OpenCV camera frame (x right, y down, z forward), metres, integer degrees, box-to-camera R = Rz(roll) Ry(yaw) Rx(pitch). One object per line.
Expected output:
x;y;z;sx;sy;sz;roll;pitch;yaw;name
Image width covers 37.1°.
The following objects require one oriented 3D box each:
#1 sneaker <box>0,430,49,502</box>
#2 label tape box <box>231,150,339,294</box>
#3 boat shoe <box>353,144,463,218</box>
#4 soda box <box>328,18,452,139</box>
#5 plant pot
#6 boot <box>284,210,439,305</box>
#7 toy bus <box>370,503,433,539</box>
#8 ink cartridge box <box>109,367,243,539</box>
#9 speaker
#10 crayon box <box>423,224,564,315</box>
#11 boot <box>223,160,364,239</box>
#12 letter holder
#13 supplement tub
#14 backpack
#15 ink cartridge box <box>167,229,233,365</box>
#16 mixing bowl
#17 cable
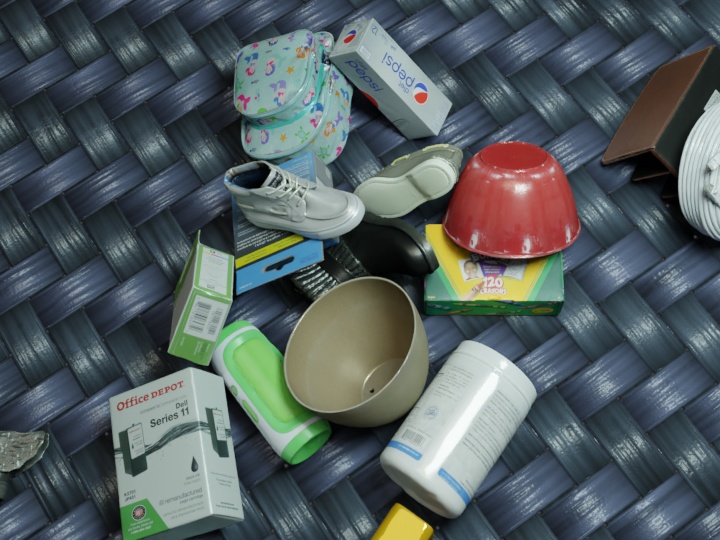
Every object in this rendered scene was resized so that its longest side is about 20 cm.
-0.539;0.255;1.476;0.196;0.060;0.106;10;69;2;sneaker
-0.108;-0.056;1.536;0.142;0.063;0.202;-21;52;18;label tape box
0.070;-0.131;1.559;0.072;0.200;0.061;49;52;-21;boat shoe
0.046;-0.282;1.600;0.068;0.200;0.064;1;58;48;soda box
0.014;0.129;1.442;0.198;0.135;0.203;-18;49;22;plant pot
0.001;0.002;1.512;0.158;0.080;0.210;-45;34;-18;boot
0.015;0.403;1.369;0.065;0.079;0.201;32;72;16;toy bus
-0.247;0.248;1.424;0.145;0.083;0.203;-22;65;19;ink cartridge box
-0.127;0.166;1.476;0.088;0.089;0.200;-36;69;-12;speaker
0.189;-0.001;1.543;0.196;0.058;0.121;0;67;3;crayon box
-0.096;-0.099;1.451;0.197;0.096;0.074;3;62;32;boot
0.471;-0.215;1.608;0.100;0.142;0.201;40;72;-16;letter holder
0.129;0.210;1.417;0.131;0.132;0.201;34;72;16;supplement tub
-0.102;-0.252;1.615;0.175;0.150;0.203;-8;71;28;backpack
-0.219;0.034;1.489;0.059;0.201;0.105;19;110;-14;ink cartridge box
0.214;-0.112;1.511;0.197;0.110;0.201;-1;31;1;mixing bowl
0.525;-0.141;1.515;0.069;0.201;0.201;18;59;42;cable
